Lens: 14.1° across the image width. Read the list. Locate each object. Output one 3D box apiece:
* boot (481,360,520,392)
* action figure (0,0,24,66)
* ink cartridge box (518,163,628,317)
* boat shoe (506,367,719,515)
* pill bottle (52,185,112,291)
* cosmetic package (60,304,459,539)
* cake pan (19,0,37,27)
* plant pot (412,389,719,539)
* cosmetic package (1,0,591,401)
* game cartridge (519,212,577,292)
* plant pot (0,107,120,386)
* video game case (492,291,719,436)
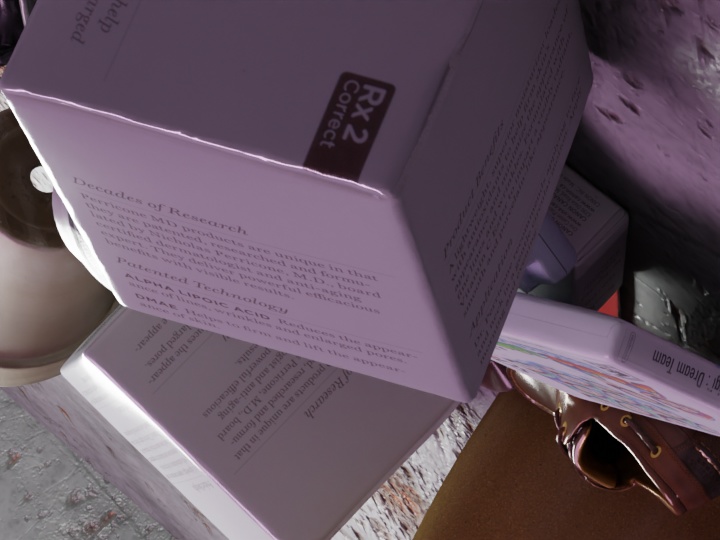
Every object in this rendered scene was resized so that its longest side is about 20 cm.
[{"bbox_3d":[0.000,0.000,1.698,0.166,0.072,0.200,52,161,-26],"label":"boot"},{"bbox_3d":[-0.158,-0.199,1.339,0.102,0.119,0.200,-37,-67,-76],"label":"action figure"},{"bbox_3d":[0.047,-0.042,1.486,0.200,0.045,0.176,39,166,17],"label":"ink cartridge box"},{"bbox_3d":[0.133,0.078,1.559,0.072,0.068,0.200,50,166,-30],"label":"boat shoe"},{"bbox_3d":[-0.077,-0.035,1.394,0.111,0.111,0.200,47,163,-18],"label":"pill bottle"},{"bbox_3d":[-0.068,0.073,1.933,0.200,0.165,0.165,45,168,-5],"label":"cosmetic package"},{"bbox_3d":[-0.099,-0.165,1.253,0.037,0.200,0.200,5,155,13],"label":"cake pan"},{"bbox_3d":[0.100,0.184,1.707,0.186,0.200,0.186,40,166,12],"label":"plant pot"},{"bbox_3d":[-0.017,-0.075,1.165,0.165,0.165,0.200,15,158,17],"label":"cosmetic package"},{"bbox_3d":[0.011,-0.054,1.394,0.133,0.040,0.200,49,162,-24],"label":"game cartridge"},{"bbox_3d":[-0.249,-0.037,2.149,0.200,0.200,0.174,43,150,1],"label":"plant pot"},{"bbox_3d":[0.113,0.044,1.406,0.182,0.024,0.200,25,173,-39],"label":"video game case"}]
